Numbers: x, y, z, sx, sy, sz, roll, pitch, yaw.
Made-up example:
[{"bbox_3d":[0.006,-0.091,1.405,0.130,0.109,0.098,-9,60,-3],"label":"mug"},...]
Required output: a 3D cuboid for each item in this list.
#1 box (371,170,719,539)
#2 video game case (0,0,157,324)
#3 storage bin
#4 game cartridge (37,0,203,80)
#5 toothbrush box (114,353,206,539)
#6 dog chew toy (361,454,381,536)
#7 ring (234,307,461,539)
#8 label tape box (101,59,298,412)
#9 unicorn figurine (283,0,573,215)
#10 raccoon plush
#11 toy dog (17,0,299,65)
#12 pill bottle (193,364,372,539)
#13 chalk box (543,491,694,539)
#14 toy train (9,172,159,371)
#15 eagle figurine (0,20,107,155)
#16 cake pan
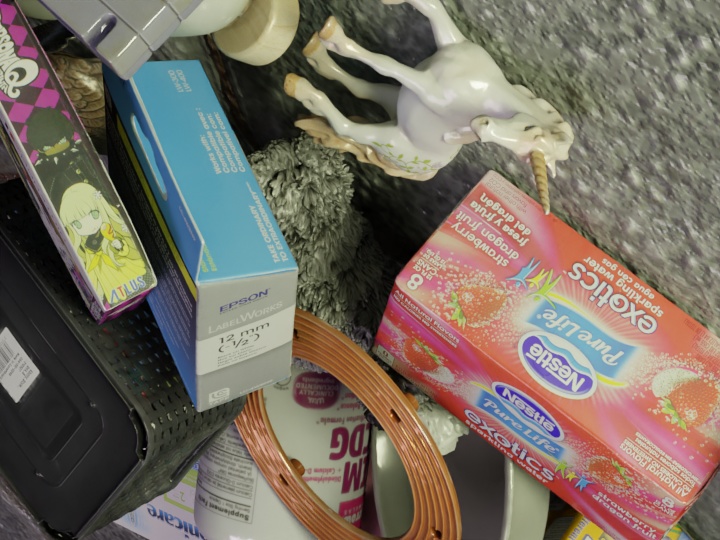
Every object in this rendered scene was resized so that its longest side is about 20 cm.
[{"bbox_3d":[0.114,0.053,1.192,0.200,0.096,0.100,38,156,10],"label":"box"},{"bbox_3d":[-0.168,-0.060,1.175,0.182,0.036,0.200,64,171,-1],"label":"video game case"},{"bbox_3d":[-0.183,0.050,1.340,0.200,0.094,0.135,51,131,11],"label":"storage bin"},{"bbox_3d":[-0.141,-0.203,1.083,0.200,0.130,0.038,43,173,20],"label":"game cartridge"},{"bbox_3d":[-0.117,0.097,1.546,0.145,0.086,0.201,19,121,42],"label":"toothbrush box"},{"bbox_3d":[0.044,0.188,1.507,0.200,0.125,0.125,39,157,12],"label":"dog chew toy"},{"bbox_3d":[-0.010,0.103,1.292,0.200,0.019,0.201,34,144,29],"label":"ring"},{"bbox_3d":[-0.087,-0.032,1.178,0.200,0.066,0.144,101,147,-61],"label":"label tape box"},{"bbox_3d":[0.036,-0.089,1.117,0.137,0.074,0.200,34,172,-6],"label":"unicorn figurine"},{"bbox_3d":[0.000,0.000,1.276,0.200,0.097,0.134,33,151,32],"label":"raccoon plush"},{"bbox_3d":[-0.120,-0.177,1.162,0.199,0.097,0.132,16,176,23],"label":"toy dog"},{"bbox_3d":[-0.050,0.127,1.433,0.113,0.113,0.201,17,104,44],"label":"pill bottle"},{"bbox_3d":[0.169,0.238,1.395,0.200,0.124,0.124,47,157,-11],"label":"chalk box"},{"bbox_3d":[-0.174,0.018,1.444,0.114,0.087,0.201,23,124,27],"label":"toy train"},{"bbox_3d":[-0.245,-0.139,1.390,0.200,0.152,0.151,37,137,25],"label":"eagle figurine"},{"bbox_3d":[0.061,0.117,1.323,0.200,0.037,0.201,179,90,-67],"label":"cake pan"}]
